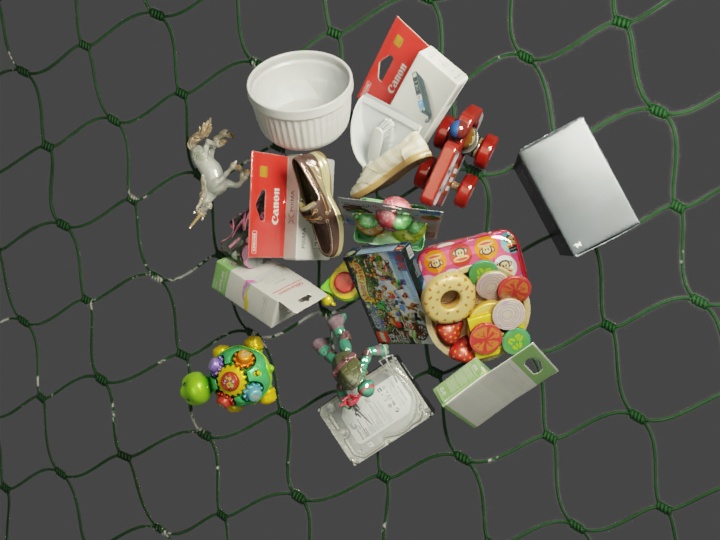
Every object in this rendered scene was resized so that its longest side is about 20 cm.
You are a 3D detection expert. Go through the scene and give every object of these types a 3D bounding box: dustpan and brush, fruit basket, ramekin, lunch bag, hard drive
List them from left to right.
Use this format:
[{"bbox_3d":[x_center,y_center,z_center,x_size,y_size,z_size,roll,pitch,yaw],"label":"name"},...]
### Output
[{"bbox_3d":[-0.110,-0.319,1.273,0.199,0.105,0.201,-2,50,2],"label":"ramekin"},{"bbox_3d":[0.027,-0.220,1.295,0.139,0.057,0.201,32,136,17],"label":"dustpan and brush"},{"bbox_3d":[0.031,0.281,1.344,0.200,0.038,0.140,-35,85,12],"label":"hard drive"},{"bbox_3d":[0.053,-0.087,1.217,0.184,0.200,0.094,9,86,4],"label":"fruit basket"},{"bbox_3d":[0.216,0.023,1.274,0.199,0.082,0.177,-14,94,11],"label":"lunch bag"}]

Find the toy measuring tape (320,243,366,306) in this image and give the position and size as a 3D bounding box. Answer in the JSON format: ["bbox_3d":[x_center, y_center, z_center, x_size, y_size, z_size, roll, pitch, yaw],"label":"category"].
[{"bbox_3d":[0.000,0.000,1.327,0.074,0.074,0.200,43,90,7],"label":"toy measuring tape"}]

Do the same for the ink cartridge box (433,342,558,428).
[{"bbox_3d":[0.252,0.203,1.241,0.200,0.145,0.048,-39,46,10],"label":"ink cartridge box"}]

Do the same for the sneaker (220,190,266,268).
[{"bbox_3d":[-0.213,-0.102,1.330,0.095,0.079,0.201,13,60,20],"label":"sneaker"}]

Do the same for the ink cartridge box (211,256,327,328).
[{"bbox_3d":[-0.178,0.040,1.314,0.199,0.117,0.068,31,120,21],"label":"ink cartridge box"}]

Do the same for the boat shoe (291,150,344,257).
[{"bbox_3d":[-0.086,-0.117,1.242,0.072,0.072,0.201,2,106,48],"label":"boat shoe"}]

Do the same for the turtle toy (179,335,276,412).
[{"bbox_3d":[-0.270,0.224,1.373,0.199,0.101,0.147,-16,89,12],"label":"turtle toy"}]

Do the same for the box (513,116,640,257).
[{"bbox_3d":[0.368,-0.137,1.171,0.124,0.197,0.201,-28,87,12],"label":"box"}]

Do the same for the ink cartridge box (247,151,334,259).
[{"bbox_3d":[-0.130,-0.121,1.286,0.045,0.176,0.201,5,94,43],"label":"ink cartridge box"}]

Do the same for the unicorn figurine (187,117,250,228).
[{"bbox_3d":[-0.303,-0.199,1.384,0.137,0.074,0.201,-26,73,21],"label":"unicorn figurine"}]

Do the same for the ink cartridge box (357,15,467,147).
[{"bbox_3d":[0.080,-0.332,1.245,0.176,0.045,0.200,43,139,8],"label":"ink cartridge box"}]

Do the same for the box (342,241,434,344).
[{"bbox_3d":[0.062,0.047,1.261,0.136,0.038,0.201,-6,116,38],"label":"box"}]

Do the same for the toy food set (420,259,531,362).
[{"bbox_3d":[0.215,0.078,1.206,0.197,0.049,0.201,-15,109,2],"label":"toy food set"}]

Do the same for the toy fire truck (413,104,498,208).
[{"bbox_3d":[0.172,-0.207,1.224,0.112,0.168,0.201,27,98,9],"label":"toy fire truck"}]

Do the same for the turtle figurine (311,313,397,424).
[{"bbox_3d":[-0.012,0.187,1.295,0.150,0.101,0.200,-44,59,8],"label":"turtle figurine"}]

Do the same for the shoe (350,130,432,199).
[{"bbox_3d":[0.049,-0.190,1.239,0.200,0.070,0.054,-28,87,42],"label":"shoe"}]
